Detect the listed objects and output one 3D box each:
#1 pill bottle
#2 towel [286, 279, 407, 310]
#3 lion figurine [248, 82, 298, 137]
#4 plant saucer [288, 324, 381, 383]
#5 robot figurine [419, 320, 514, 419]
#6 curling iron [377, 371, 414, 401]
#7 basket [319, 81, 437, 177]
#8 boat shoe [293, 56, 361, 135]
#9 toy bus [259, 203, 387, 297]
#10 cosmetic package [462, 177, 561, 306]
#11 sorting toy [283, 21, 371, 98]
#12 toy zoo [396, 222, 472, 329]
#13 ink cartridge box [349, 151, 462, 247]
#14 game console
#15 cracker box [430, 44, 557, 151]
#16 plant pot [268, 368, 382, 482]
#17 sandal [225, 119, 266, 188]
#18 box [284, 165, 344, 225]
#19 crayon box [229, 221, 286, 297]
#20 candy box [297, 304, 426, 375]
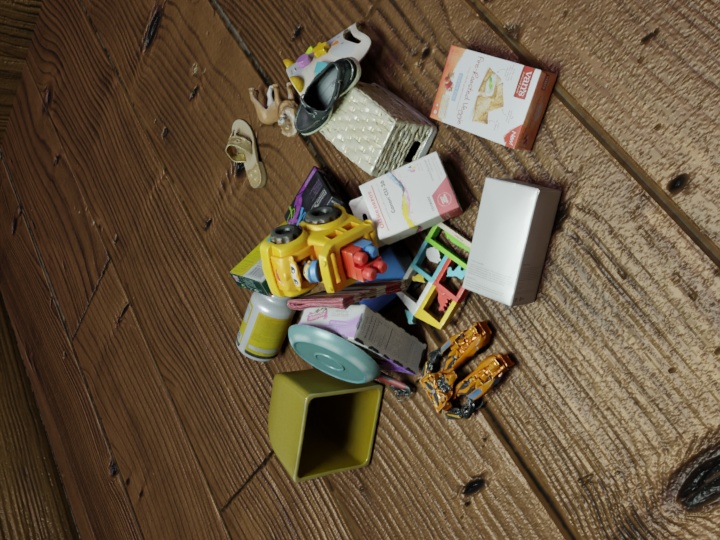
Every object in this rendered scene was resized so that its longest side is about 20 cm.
[{"bbox_3d":[-0.221,0.111,1.602,0.112,0.112,0.200,42,120,35],"label":"pill bottle"},{"bbox_3d":[-0.021,0.046,1.268,0.144,0.200,0.023,-3,97,41],"label":"towel"},{"bbox_3d":[-0.202,-0.382,1.592,0.200,0.072,0.123,19,119,57],"label":"lion figurine"},{"bbox_3d":[-0.056,0.168,1.288,0.200,0.200,0.027,1,55,45],"label":"plant saucer"},{"bbox_3d":[0.186,0.190,1.239,0.200,0.058,0.145,-50,58,34],"label":"robot figurine"},{"bbox_3d":[0.016,0.213,1.360,0.200,0.026,0.050,25,131,3],"label":"curling iron"},{"bbox_3d":[0.028,-0.278,1.321,0.200,0.123,0.136,46,121,34],"label":"basket"},{"bbox_3d":[-0.081,-0.334,1.287,0.199,0.066,0.075,-34,82,39],"label":"boat shoe"},{"bbox_3d":[-0.054,-0.019,1.220,0.192,0.200,0.136,24,134,46],"label":"toy bus"},{"bbox_3d":[0.256,-0.051,1.136,0.108,0.085,0.200,24,109,41],"label":"cosmetic package"},{"bbox_3d":[-0.059,-0.441,1.397,0.180,0.107,0.200,-38,38,13],"label":"sorting toy"},{"bbox_3d":[0.146,0.020,1.271,0.131,0.020,0.200,39,109,35],"label":"toy zoo"},{"bbox_3d":[0.077,-0.126,1.255,0.200,0.067,0.117,-24,79,12],"label":"ink cartridge box"},{"bbox_3d":[0.000,0.000,1.378,0.200,0.176,0.117,-42,36,37],"label":"game console"},{"bbox_3d":[0.227,-0.304,1.167,0.200,0.058,0.134,32,115,39],"label":"cracker box"},{"bbox_3d":[-0.098,0.308,1.448,0.200,0.195,0.195,26,111,51],"label":"plant pot"},{"bbox_3d":[-0.306,-0.303,1.689,0.078,0.070,0.212,-41,65,38],"label":"sandal"},{"bbox_3d":[-0.106,-0.131,1.449,0.143,0.036,0.200,-57,28,16],"label":"box"},{"bbox_3d":[-0.191,-0.032,1.548,0.127,0.200,0.051,14,142,44],"label":"crayon box"},{"bbox_3d":[0.002,0.132,1.315,0.168,0.200,0.072,2,66,45],"label":"candy box"}]
